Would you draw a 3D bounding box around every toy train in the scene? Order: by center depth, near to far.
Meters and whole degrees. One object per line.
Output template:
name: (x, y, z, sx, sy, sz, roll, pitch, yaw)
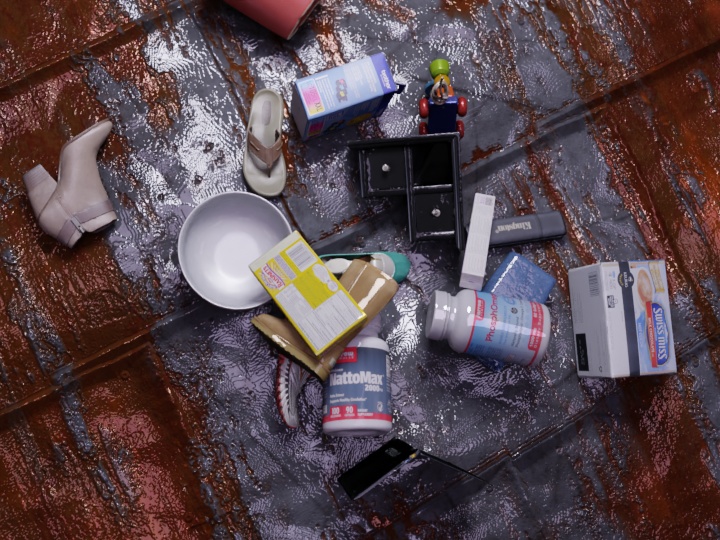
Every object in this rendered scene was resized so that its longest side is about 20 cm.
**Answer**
toy train: (0.143, -0.323, 1.241, 0.083, 0.201, 0.118, -2, 67, 3)

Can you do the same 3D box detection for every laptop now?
laptop: (0.082, 0.347, 1.159, 0.198, 0.187, 0.117, -33, 88, -11)

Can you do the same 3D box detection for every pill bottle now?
pill bottle: (-0.007, 0.173, 1.196, 0.117, 0.120, 0.204, 1, 71, -8)
pill bottle: (0.215, 0.094, 1.205, 0.196, 0.109, 0.111, 11, 81, -3)

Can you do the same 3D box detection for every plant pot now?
plant pot: (-0.153, -0.522, 1.237, 0.176, 0.200, 0.202, 37, 79, -12)

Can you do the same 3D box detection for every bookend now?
bookend: (0.083, -0.137, 1.250, 0.195, 0.092, 0.203, -2, 99, 7)

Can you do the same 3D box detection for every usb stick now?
usb stick: (0.291, -0.075, 1.321, 0.196, 0.033, 0.057, -8, 79, -9)

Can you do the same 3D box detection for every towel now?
towel: (0.264, 0.073, 1.291, 0.111, 0.049, 0.201, 36, 81, 1)

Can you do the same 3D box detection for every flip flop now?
flip flop: (-0.168, -0.230, 1.256, 0.079, 0.058, 0.205, 4, 82, -8)

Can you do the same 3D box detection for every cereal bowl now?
cereal bowl: (-0.211, -0.030, 1.213, 0.195, 0.083, 0.205, 1, 84, -9)

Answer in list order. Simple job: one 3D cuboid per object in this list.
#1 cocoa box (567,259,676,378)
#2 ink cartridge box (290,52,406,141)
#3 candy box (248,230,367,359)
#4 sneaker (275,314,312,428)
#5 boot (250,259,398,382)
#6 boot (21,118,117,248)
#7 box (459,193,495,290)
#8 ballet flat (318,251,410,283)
cocoa box: (0.471, 0.089, 1.278, 0.128, 0.133, 0.205, -3, 84, -10)
ink cartridge box: (-0.019, -0.310, 1.249, 0.197, 0.136, 0.078, -22, 88, -10)
candy box: (-0.086, 0.035, 1.131, 0.102, 0.027, 0.201, -36, 65, -9)
sneaker: (-0.103, 0.168, 1.208, 0.080, 0.078, 0.205, 7, 82, -9)
boot: (-0.060, 0.063, 1.166, 0.174, 0.066, 0.201, 32, 71, 19)
boot: (-0.467, -0.143, 1.201, 0.199, 0.070, 0.147, -40, 96, -10)
box: (0.208, -0.055, 1.249, 0.041, 0.039, 0.202, 10, 50, 7)
ballet flat: (0.000, 0.000, 1.248, 0.195, 0.070, 0.069, -4, 83, -10)
